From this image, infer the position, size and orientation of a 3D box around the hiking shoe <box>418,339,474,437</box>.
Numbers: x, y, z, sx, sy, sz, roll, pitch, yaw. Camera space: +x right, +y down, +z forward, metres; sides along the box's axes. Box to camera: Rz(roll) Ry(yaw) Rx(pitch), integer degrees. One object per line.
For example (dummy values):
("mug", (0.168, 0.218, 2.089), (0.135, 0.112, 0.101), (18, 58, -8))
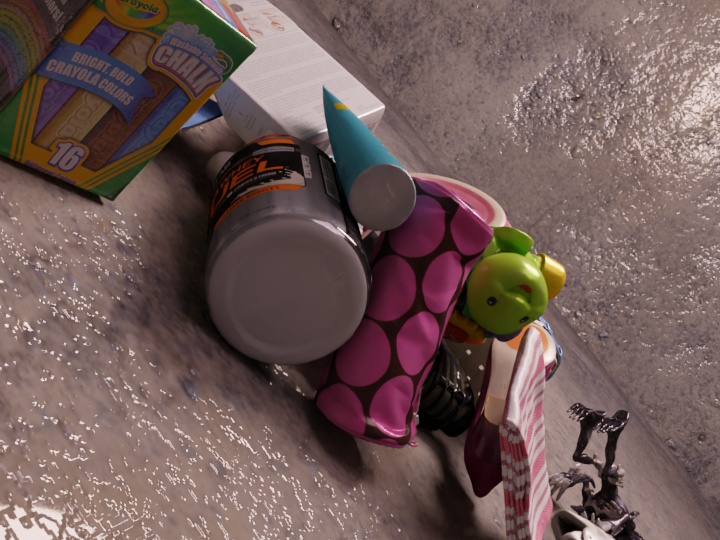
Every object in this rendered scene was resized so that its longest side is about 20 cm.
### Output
("hiking shoe", (0.074, 0.112, 0.856), (0.101, 0.076, 0.200), (49, 12, 13))

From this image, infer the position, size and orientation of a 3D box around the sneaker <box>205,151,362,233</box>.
("sneaker", (-0.064, -0.091, 0.857), (0.075, 0.090, 0.199), (20, -2, 43))

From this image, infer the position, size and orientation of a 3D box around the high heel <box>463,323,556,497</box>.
("high heel", (0.150, 0.134, 0.886), (0.066, 0.097, 0.201), (15, 33, 10))

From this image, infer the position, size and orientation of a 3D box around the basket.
("basket", (0.151, 0.080, 1.042), (0.177, 0.139, 0.200), (52, 25, 6))

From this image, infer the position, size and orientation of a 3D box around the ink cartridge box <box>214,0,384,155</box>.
("ink cartridge box", (-0.092, -0.190, 0.856), (0.200, 0.048, 0.160), (42, 37, 12))

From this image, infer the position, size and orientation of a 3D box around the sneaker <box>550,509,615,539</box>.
("sneaker", (0.231, 0.308, 0.866), (0.088, 0.074, 0.200), (42, 7, -11))

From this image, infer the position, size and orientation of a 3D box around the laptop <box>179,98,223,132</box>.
("laptop", (-0.201, -0.221, 0.748), (0.187, 0.114, 0.204), (-74, 156, -75))

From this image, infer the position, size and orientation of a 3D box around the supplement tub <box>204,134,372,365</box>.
("supplement tub", (-0.061, -0.028, 0.693), (0.122, 0.122, 0.201), (43, 14, -25))

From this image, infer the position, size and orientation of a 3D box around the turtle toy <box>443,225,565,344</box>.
("turtle toy", (0.106, 0.012, 0.794), (0.144, 0.102, 0.200), (28, -15, -14))

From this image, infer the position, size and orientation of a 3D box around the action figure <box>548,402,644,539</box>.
("action figure", (0.278, 0.267, 1.056), (0.118, 0.101, 0.204), (20, -61, 59))

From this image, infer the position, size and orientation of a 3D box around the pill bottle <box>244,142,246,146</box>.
("pill bottle", (-0.069, -0.146, 1.001), (0.113, 0.113, 0.200), (46, 14, -14))

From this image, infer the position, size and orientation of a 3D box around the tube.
("tube", (-0.002, -0.092, 0.714), (0.201, 0.050, 0.078), (-113, -177, -63))

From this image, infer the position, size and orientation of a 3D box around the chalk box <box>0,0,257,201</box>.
("chalk box", (-0.162, -0.171, 0.575), (0.125, 0.199, 0.123), (57, 16, 29))

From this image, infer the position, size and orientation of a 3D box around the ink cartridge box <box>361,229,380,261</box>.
("ink cartridge box", (0.005, 0.025, 0.823), (0.100, 0.039, 0.200), (49, -19, -3))

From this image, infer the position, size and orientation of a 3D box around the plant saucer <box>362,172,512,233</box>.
("plant saucer", (0.083, -0.054, 0.967), (0.197, 0.052, 0.202), (9, 29, -5))

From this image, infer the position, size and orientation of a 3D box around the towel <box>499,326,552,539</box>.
("towel", (0.148, 0.169, 0.756), (0.147, 0.029, 0.203), (-59, 145, -59))

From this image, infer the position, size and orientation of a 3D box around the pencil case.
("pencil case", (0.038, 0.034, 0.684), (0.092, 0.203, 0.091), (24, -1, -14))
